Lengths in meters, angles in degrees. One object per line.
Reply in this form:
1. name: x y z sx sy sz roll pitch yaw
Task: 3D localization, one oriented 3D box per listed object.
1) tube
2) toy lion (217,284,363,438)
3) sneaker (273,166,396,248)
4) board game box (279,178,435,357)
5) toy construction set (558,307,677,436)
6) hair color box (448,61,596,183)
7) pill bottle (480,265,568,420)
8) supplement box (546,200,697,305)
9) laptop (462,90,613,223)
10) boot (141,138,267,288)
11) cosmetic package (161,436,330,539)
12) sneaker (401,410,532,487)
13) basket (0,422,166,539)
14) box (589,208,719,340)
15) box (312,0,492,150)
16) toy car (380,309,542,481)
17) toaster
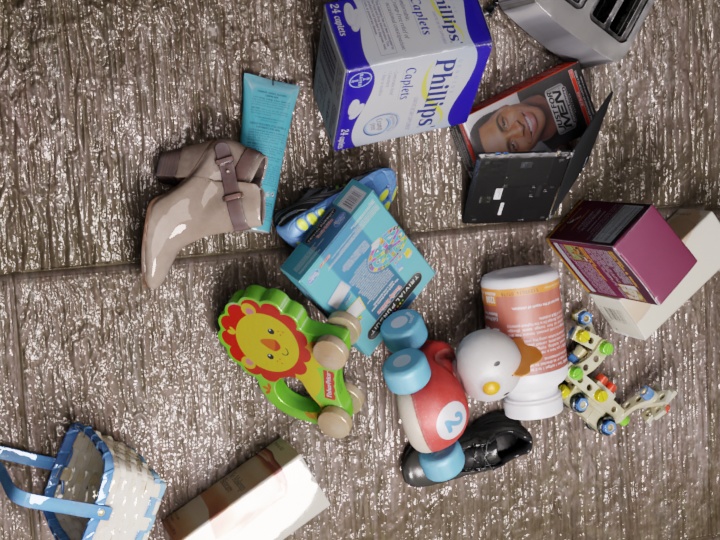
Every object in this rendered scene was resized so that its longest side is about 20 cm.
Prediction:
1. tube: -0.131 -0.152 1.613 0.076 0.050 0.204 9 87 -24
2. toy lion: -0.095 0.112 1.604 0.189 0.069 0.202 12 131 17
3. sneaker: -0.032 -0.095 1.635 0.198 0.082 0.072 -27 131 -29
4. board game box: 0.000 0.000 1.624 0.152 0.047 0.200 -50 137 -9
5. toy construction set: 0.359 0.163 1.793 0.199 0.092 0.132 37 83 -7
6. hair color box: 0.229 -0.207 1.722 0.198 0.061 0.103 -28 104 -14
7. pill bottle: 0.233 0.101 1.726 0.110 0.112 0.204 -10 98 -18
8. supplement box: 0.360 -0.028 1.711 0.086 0.200 0.111 -46 106 -10
9. laptop: 0.242 -0.153 1.688 0.196 0.178 0.105 -2 62 -3
10. boot: -0.194 -0.071 1.559 0.143 0.070 0.204 6 84 8
11. cosmetic package: -0.152 0.321 1.619 0.199 0.103 0.088 -34 106 -14
12. sneaker: 0.152 0.254 1.725 0.197 0.091 0.077 -21 103 -15
13. basket: -0.352 0.267 1.506 0.198 0.176 0.141 23 91 -31
14. box: 0.445 0.003 1.801 0.200 0.095 0.078 -42 106 -12
15. box: 0.050 -0.262 1.574 0.197 0.185 0.106 -14 67 -13
16. toy car: 0.147 0.145 1.630 0.197 0.178 0.186 -18 119 10
17. toaster: 0.302 -0.391 1.700 0.179 0.118 0.202 32 85 -18
